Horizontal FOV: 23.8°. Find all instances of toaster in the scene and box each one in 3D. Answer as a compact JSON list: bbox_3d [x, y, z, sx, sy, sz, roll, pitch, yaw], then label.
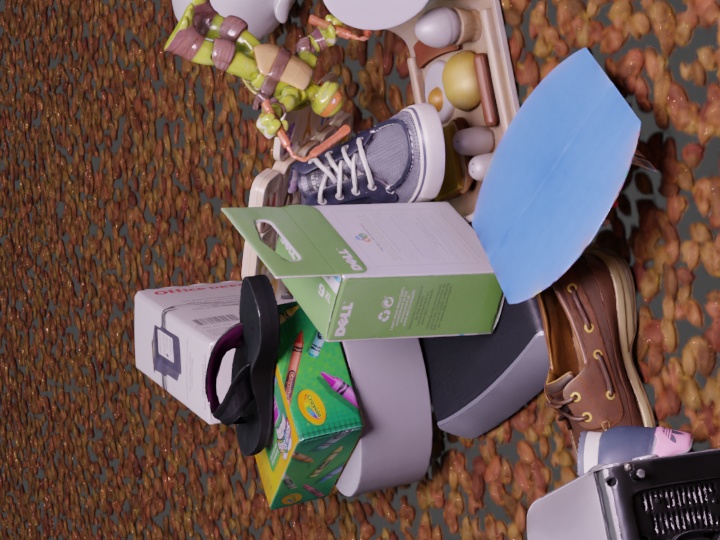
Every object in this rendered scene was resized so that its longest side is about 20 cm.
[{"bbox_3d":[0.213,0.204,1.016,0.119,0.180,0.201,144,118,-62],"label":"toaster"}]

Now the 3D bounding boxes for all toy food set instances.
[{"bbox_3d":[0.063,-0.130,1.370,0.143,0.060,0.201,-25,72,61],"label":"toy food set"}]

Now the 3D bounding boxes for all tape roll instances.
[{"bbox_3d":[-0.001,0.092,1.482,0.200,0.066,0.201,168,90,-75],"label":"tape roll"}]

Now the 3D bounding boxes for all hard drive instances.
[{"bbox_3d":[0.100,0.043,1.349,0.200,0.042,0.136,-50,52,54],"label":"hard drive"}]

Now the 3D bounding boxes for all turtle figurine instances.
[{"bbox_3d":[-0.073,-0.172,1.399,0.064,0.161,0.200,-53,10,46],"label":"turtle figurine"}]

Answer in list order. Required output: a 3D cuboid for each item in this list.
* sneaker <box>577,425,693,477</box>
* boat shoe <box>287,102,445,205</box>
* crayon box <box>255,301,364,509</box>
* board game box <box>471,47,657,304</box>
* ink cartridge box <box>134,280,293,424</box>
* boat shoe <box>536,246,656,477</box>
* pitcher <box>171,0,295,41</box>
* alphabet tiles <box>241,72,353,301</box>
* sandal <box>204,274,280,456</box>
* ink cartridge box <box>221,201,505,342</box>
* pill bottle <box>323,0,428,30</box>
[{"bbox_3d":[0.205,0.199,1.153,0.070,0.082,0.201,-55,-48,-64],"label":"sneaker"},{"bbox_3d":[0.000,-0.076,1.365,0.200,0.092,0.075,131,129,-69],"label":"boat shoe"},{"bbox_3d":[-0.054,0.117,1.457,0.200,0.058,0.119,113,143,-64],"label":"crayon box"},{"bbox_3d":[0.149,-0.060,1.211,0.158,0.039,0.200,-57,23,20],"label":"board game box"},{"bbox_3d":[-0.121,0.075,1.671,0.200,0.144,0.085,26,118,59],"label":"ink cartridge box"},{"bbox_3d":[0.160,0.085,1.212,0.072,0.067,0.201,-14,82,62],"label":"boat shoe"},{"bbox_3d":[-0.086,-0.291,1.590,0.172,0.121,0.200,51,128,25],"label":"pitcher"},{"bbox_3d":[-0.052,-0.067,1.498,0.015,0.200,0.197,17,118,16],"label":"alphabet tiles"},{"bbox_3d":[-0.101,0.079,1.396,0.201,0.048,0.076,99,156,-47],"label":"sandal"},{"bbox_3d":[0.000,0.000,1.271,0.104,0.199,0.060,51,134,47],"label":"ink cartridge box"},{"bbox_3d":[0.001,-0.286,1.352,0.201,0.119,0.120,-101,24,-45],"label":"pill bottle"}]
